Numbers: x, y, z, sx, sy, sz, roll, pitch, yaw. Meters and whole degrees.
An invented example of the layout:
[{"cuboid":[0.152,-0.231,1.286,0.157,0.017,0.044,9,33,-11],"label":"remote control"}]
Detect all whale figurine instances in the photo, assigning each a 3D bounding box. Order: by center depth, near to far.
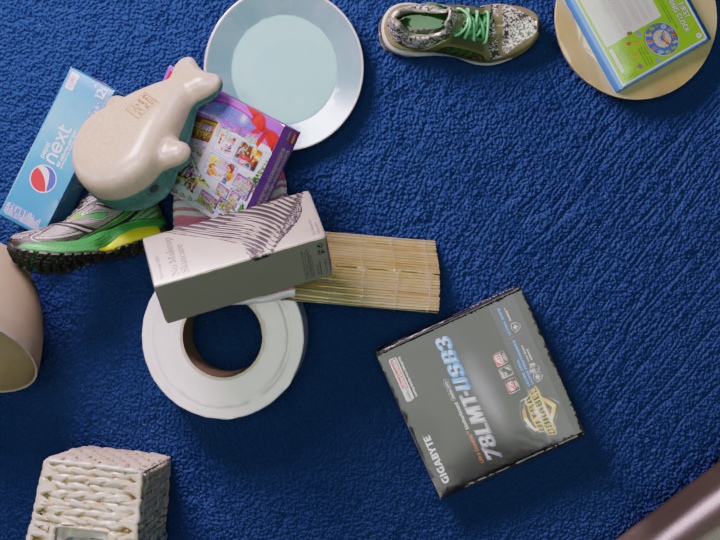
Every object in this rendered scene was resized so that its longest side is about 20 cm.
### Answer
[{"cuboid":[-0.241,-0.155,1.408,0.159,0.104,0.200,34,76,36],"label":"whale figurine"}]

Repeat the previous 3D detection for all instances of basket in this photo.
[{"cuboid":[-0.305,0.281,1.428,0.134,0.200,0.125,6,86,2],"label":"basket"},{"cuboid":[0.416,0.327,1.433,0.199,0.136,0.181,-29,98,6],"label":"basket"}]

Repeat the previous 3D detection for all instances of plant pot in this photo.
[{"cuboid":[-0.467,0.040,1.443,0.198,0.201,0.135,9,56,2],"label":"plant pot"}]

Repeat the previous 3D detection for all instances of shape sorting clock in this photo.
[{"cuboid":[0.334,-0.307,1.458,0.198,0.039,0.202,0,90,2],"label":"shape sorting clock"}]

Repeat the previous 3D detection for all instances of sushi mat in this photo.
[{"cuboid":[0.000,0.000,1.457,0.198,0.012,0.097,5,63,-10],"label":"sushi mat"}]

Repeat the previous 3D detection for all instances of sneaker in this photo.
[{"cuboid":[0.120,-0.290,1.442,0.198,0.089,0.078,-1,92,2],"label":"sneaker"},{"cuboid":[-0.334,-0.050,1.454,0.199,0.078,0.086,-16,80,-33],"label":"sneaker"}]

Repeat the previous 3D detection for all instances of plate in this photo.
[{"cuboid":[-0.094,-0.248,1.484,0.198,0.026,0.202,0,91,3],"label":"plate"}]

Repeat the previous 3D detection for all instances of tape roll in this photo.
[{"cuboid":[-0.165,0.077,1.475,0.200,0.071,0.205,0,92,3],"label":"tape roll"}]

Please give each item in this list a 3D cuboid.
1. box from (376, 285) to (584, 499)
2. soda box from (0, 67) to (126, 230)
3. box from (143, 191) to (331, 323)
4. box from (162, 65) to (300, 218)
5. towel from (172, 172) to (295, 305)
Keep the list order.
[{"cuboid":[0.146,0.149,1.478,0.197,0.050,0.202,-23,90,2],"label":"box"},{"cuboid":[-0.364,-0.142,1.476,0.064,0.068,0.201,28,93,3],"label":"soda box"},{"cuboid":[-0.138,-0.016,1.352,0.198,0.069,0.083,-17,50,-8],"label":"box"},{"cuboid":[-0.180,-0.145,1.437,0.199,0.039,0.138,30,97,30],"label":"box"},{"cuboid":[-0.154,-0.039,1.431,0.145,0.030,0.201,-8,49,0],"label":"towel"}]
